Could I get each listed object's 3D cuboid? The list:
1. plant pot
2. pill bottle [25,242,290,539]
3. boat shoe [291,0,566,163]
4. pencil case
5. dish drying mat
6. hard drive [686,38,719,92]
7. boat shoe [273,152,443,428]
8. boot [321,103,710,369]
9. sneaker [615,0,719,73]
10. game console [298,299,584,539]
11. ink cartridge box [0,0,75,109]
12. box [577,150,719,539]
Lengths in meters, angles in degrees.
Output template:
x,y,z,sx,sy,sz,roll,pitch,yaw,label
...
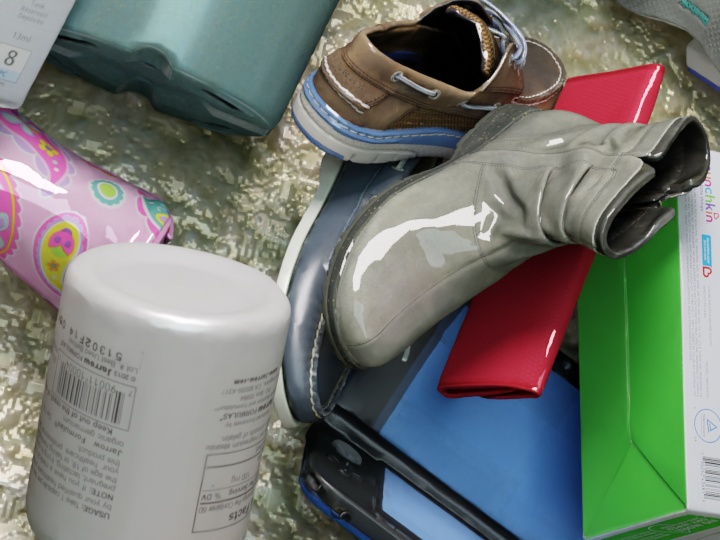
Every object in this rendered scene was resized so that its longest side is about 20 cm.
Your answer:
x,y,z,sx,sy,sz,roll,pitch,yaw,label
-0.079,-0.186,1.455,0.200,0.200,0.197,21,83,-10,plant pot
-0.107,0.097,1.389,0.114,0.114,0.201,8,108,-13,pill bottle
0.054,-0.104,1.483,0.200,0.072,0.072,-17,60,-50,boat shoe
-0.193,-0.054,1.445,0.200,0.087,0.088,37,73,-3,pencil case
0.104,-0.020,1.478,0.018,0.077,0.200,38,64,-30,dish drying mat
0.298,-0.103,1.544,0.132,0.025,0.200,-32,48,-23,hard drive
0.000,0.000,1.463,0.062,0.075,0.200,5,46,14,boat shoe
0.079,-0.022,1.393,0.200,0.130,0.068,-45,123,-31,boot
0.199,-0.168,1.562,0.080,0.071,0.200,-24,58,-37,sneaker
0.080,0.110,1.471,0.200,0.171,0.118,36,99,-5,game console
-0.175,-0.206,1.400,0.047,0.160,0.200,14,113,-37,ink cartridge box
0.214,0.050,1.492,0.176,0.097,0.201,10,70,-31,box
